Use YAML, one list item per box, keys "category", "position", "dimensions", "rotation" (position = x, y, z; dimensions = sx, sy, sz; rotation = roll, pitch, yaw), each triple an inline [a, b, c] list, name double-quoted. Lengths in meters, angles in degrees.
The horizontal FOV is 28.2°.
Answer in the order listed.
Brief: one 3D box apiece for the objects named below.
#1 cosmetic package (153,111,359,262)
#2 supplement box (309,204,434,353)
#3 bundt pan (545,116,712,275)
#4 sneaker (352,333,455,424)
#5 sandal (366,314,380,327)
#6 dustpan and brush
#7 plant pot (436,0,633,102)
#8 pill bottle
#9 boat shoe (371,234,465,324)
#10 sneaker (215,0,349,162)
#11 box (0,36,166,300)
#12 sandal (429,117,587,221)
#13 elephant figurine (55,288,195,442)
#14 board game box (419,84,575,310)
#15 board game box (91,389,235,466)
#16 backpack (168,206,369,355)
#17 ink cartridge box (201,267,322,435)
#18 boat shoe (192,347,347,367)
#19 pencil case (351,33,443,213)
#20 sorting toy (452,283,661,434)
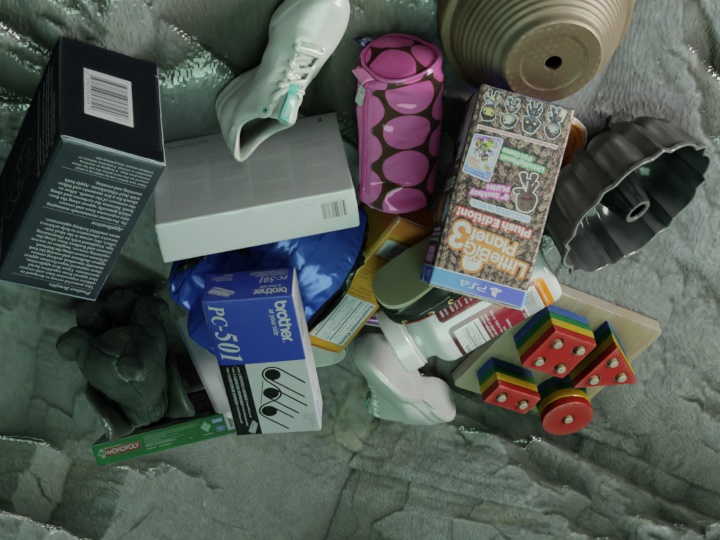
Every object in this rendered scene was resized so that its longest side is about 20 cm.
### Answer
- category: "cosmetic package"
  position: [-0.109, -0.087, 1.451]
  dimensions: [0.198, 0.151, 0.052]
  rotation: [-10, 129, -1]
- category: "supplement box"
  position: [0.000, 0.000, 1.620]
  dimensions: [0.068, 0.067, 0.200]
  rotation: [23, 121, -35]
- category: "bundt pan"
  position: [0.280, -0.090, 1.561]
  dimensions: [0.201, 0.076, 0.202]
  rotation: [-28, 153, -16]
- category: "sneaker"
  position: [0.035, 0.150, 1.796]
  dimensions: [0.088, 0.076, 0.200]
  rotation: [-21, 140, 27]
- category: "sandal"
  position: [0.065, 0.057, 1.722]
  dimensions: [0.201, 0.050, 0.083]
  rotation: [4, 136, -14]
- category: "dustpan and brush"
  position: [-0.100, 0.090, 1.664]
  dimensions: [0.199, 0.140, 0.057]
  rotation: [-20, 153, -18]
- category: "plant pot"
  position: [0.180, -0.232, 1.408]
  dimensions: [0.199, 0.093, 0.202]
  rotation: [-7, 138, -7]
- category: "pill bottle"
  position: [0.120, 0.030, 1.638]
  dimensions: [0.199, 0.113, 0.113]
  rotation: [-30, 136, 4]
- category: "boat shoe"
  position: [0.107, -0.010, 1.561]
  dimensions: [0.200, 0.074, 0.063]
  rotation: [-30, 151, -1]
- category: "sneaker"
  position: [-0.070, -0.187, 1.402]
  dimensions: [0.075, 0.089, 0.200]
  rotation: [20, 129, -28]
- category: "box"
  position: [-0.278, -0.097, 1.406]
  dimensions: [0.106, 0.149, 0.200]
  rotation: [14, 132, -25]
- category: "sandal"
  position: [0.169, -0.090, 1.582]
  dimensions: [0.206, 0.060, 0.079]
  rotation: [-36, 133, 23]
- category: "elephant figurine"
  position: [-0.253, 0.132, 1.652]
  dimensions: [0.140, 0.156, 0.201]
  rotation: [4, 131, 23]
- category: "board game box"
  position: [0.134, -0.071, 1.442]
  dimensions: [0.096, 0.159, 0.202]
  rotation: [15, 91, -1]
- category: "board game box"
  position: [-0.207, 0.177, 1.716]
  dimensions: [0.198, 0.135, 0.029]
  rotation: [-15, 101, 15]
- category: "backpack"
  position: [-0.096, -0.009, 1.532]
  dimensions: [0.167, 0.163, 0.200]
  rotation: [35, 123, -21]
- category: "ink cartridge box"
  position: [-0.099, 0.087, 1.477]
  dimensions: [0.093, 0.044, 0.201]
  rotation: [-5, 132, 6]
- category: "boat shoe"
  position: [-0.108, 0.100, 1.717]
  dimensions: [0.198, 0.066, 0.072]
  rotation: [10, 134, -22]
- category: "pencil case"
  position: [0.034, -0.145, 1.473]
  dimensions: [0.093, 0.091, 0.201]
  rotation: [-35, 144, -28]
- category: "sorting toy"
  position: [0.256, 0.125, 1.826]
  dimensions: [0.198, 0.070, 0.200]
  rotation: [19, 129, -30]
